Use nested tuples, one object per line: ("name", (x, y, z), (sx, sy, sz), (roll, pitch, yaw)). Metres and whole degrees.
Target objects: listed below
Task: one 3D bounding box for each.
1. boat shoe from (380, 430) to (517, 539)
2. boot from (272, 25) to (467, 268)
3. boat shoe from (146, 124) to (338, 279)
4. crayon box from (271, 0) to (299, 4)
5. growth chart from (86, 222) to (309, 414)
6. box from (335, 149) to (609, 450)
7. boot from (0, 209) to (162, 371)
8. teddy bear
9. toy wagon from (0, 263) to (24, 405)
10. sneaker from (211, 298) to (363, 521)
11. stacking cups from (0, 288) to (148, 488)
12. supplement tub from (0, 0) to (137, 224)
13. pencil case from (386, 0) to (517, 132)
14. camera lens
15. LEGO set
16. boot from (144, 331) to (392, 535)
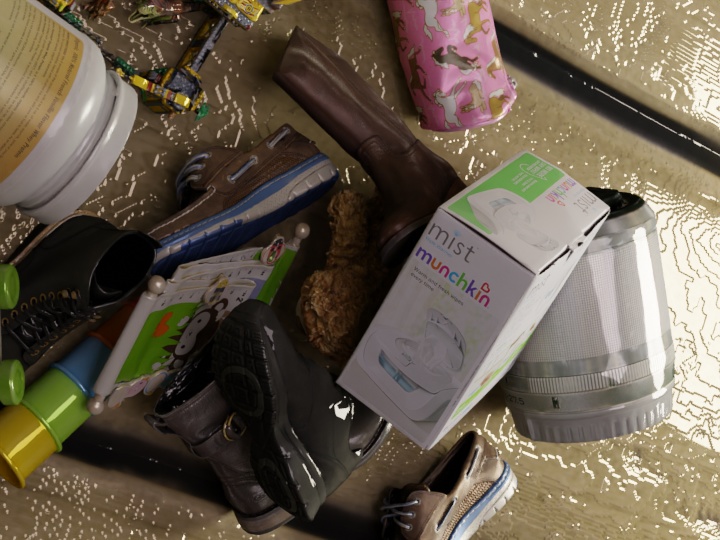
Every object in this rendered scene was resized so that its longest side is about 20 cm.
("boat shoe", (0.053, 0.220, 1.510), (0.200, 0.072, 0.073), (-45, 111, -32))
("boot", (-0.009, -0.103, 1.362), (0.064, 0.186, 0.200), (-42, 89, 20))
("boat shoe", (-0.110, -0.057, 1.371), (0.200, 0.072, 0.073), (-30, 78, -42))
("crayon box", (0.008, -0.250, 1.331), (0.126, 0.200, 0.051), (-12, 101, 14))
("growth chart", (-0.127, 0.039, 1.344), (0.200, 0.018, 0.145), (-21, 142, -52))
("box", (0.095, 0.019, 1.360), (0.177, 0.096, 0.200), (-61, 167, 27))
("boot", (-0.239, 0.037, 1.264), (0.077, 0.138, 0.201), (41, 74, -28))
("teddy bear", (0.000, 0.000, 1.430), (0.145, 0.066, 0.201), (72, 34, -53))
("toy wagon", (-0.320, 0.023, 1.228), (0.154, 0.040, 0.202), (-1, 95, 5))
("sneaker", (-0.053, 0.097, 1.335), (0.091, 0.076, 0.201), (-37, 132, -28))
("stacking cups", (-0.206, 0.083, 1.335), (0.200, 0.060, 0.061), (-41, 113, -24))
("supplement tub", (-0.272, -0.136, 1.225), (0.200, 0.144, 0.145), (36, 75, -29))
("pencil case", (0.072, -0.221, 1.474), (0.086, 0.082, 0.201), (-26, 107, -41))
("camera lens", (0.192, 0.034, 1.524), (0.159, 0.160, 0.201), (-17, 103, -30))
("LEGO set", (-0.152, -0.214, 1.311), (0.200, 0.116, 0.154), (48, 70, -25))
("boot", (-0.065, 0.105, 1.396), (0.200, 0.069, 0.175), (-43, 130, -20))
